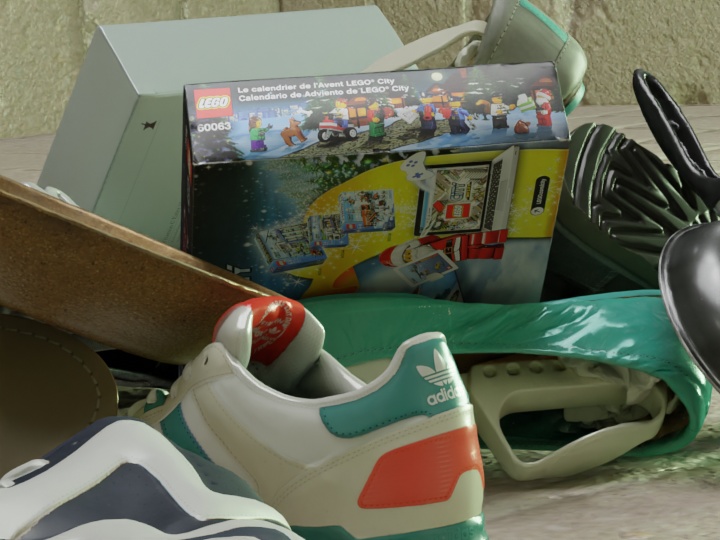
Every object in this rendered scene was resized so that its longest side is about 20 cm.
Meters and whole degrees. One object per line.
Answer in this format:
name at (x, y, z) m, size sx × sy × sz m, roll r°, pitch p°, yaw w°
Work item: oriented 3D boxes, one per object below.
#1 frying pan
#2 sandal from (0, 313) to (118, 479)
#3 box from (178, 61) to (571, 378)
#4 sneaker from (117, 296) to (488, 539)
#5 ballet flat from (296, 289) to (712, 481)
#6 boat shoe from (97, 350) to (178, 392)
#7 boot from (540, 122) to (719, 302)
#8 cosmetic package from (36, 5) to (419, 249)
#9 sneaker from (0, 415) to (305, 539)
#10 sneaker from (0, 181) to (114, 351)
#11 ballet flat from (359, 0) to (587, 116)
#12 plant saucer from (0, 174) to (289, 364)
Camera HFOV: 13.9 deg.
frying pan at (0.162, -0.002, 1.129) m, size 0.115 × 0.031 × 0.191 m, roll 26°, pitch 38°, yaw -20°
sandal at (-0.180, 0.077, 0.941) m, size 0.211 × 0.078 × 0.070 m, roll -19°, pitch -28°, yaw -14°
box at (0.000, 0.000, 1.125) m, size 0.136 × 0.038 × 0.200 m, roll -3°, pitch -34°, yaw -7°
sneaker at (-0.042, 0.053, 0.945) m, size 0.199 × 0.094 × 0.070 m, roll 2°, pitch 8°, yaw 39°
ballet flat at (0.038, 0.046, 1.101) m, size 0.199 × 0.068 × 0.071 m, roll -3°, pitch 45°, yaw -9°
boat shoe at (-0.069, 0.023, 1.322) m, size 0.068 × 0.074 × 0.199 m, roll 21°, pitch 7°, yaw 40°
boot at (0.086, 0.024, 1.237) m, size 0.200 × 0.182 × 0.073 m, roll -34°, pitch 21°, yaw 49°
cosmetic package at (-0.077, -0.031, 1.376) m, size 0.150 × 0.200 × 0.052 m, roll -9°, pitch 52°, yaw -35°
sneaker at (-0.097, 0.083, 0.772) m, size 0.198 × 0.080 × 0.130 m, roll -3°, pitch 5°, yaw 4°
sneaker at (-0.148, -0.001, 1.096) m, size 0.081 × 0.076 × 0.200 m, roll 23°, pitch 12°, yaw 37°
ballet flat at (0.002, -0.042, 1.189) m, size 0.200 × 0.064 × 0.067 m, roll -39°, pitch 17°, yaw 22°
plant saucer at (-0.118, -0.011, 0.986) m, size 0.199 × 0.036 × 0.200 m, roll 22°, pitch 0°, yaw 0°
